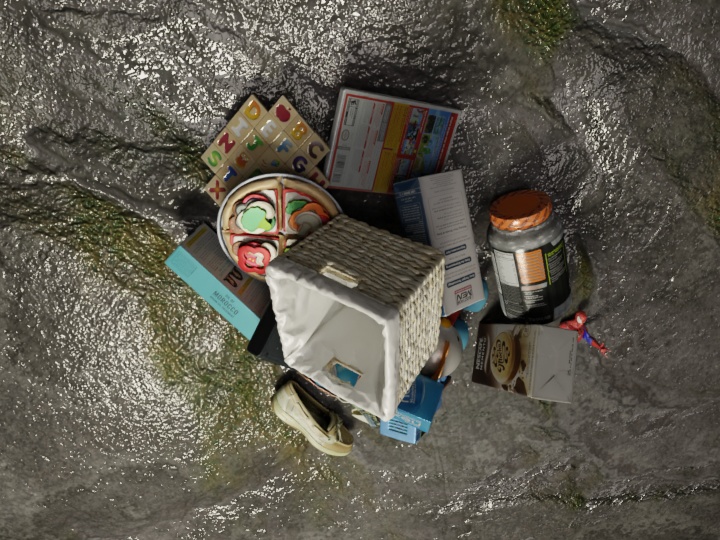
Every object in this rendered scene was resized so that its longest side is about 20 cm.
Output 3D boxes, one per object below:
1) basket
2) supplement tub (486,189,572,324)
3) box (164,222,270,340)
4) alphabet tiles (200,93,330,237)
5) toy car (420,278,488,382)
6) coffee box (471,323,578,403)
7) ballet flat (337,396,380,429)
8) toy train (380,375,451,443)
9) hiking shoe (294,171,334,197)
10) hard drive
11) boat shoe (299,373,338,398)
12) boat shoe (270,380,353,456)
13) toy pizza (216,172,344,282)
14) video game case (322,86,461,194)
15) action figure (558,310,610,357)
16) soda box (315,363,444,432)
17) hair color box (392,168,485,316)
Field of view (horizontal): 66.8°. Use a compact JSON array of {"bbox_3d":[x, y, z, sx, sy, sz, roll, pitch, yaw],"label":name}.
[{"bbox_3d":[-0.001,0.055,0.759,0.196,0.161,0.203,22,137,27],"label":"basket"},{"bbox_3d":[0.278,-0.021,0.903,0.120,0.123,0.203,-18,119,3],"label":"supplement tub"},{"bbox_3d":[-0.204,0.024,0.865,0.200,0.083,0.049,45,120,-12],"label":"box"},{"bbox_3d":[-0.142,-0.148,0.803,0.199,0.006,0.167,-40,95,26],"label":"alphabet tiles"},{"bbox_3d":[0.123,0.097,0.903,0.181,0.201,0.179,13,116,-14],"label":"toy car"},{"bbox_3d":[0.275,0.152,0.937,0.078,0.200,0.115,10,82,-14],"label":"coffee box"},{"bbox_3d":[0.003,0.230,0.979,0.073,0.075,0.201,-26,128,7],"label":"ballet flat"},{"bbox_3d":[0.102,0.218,0.974,0.085,0.199,0.117,10,104,25],"label":"toy train"},{"bbox_3d":[-0.072,-0.069,0.861,0.100,0.076,0.201,-31,118,6],"label":"hiking shoe"},{"bbox_3d":[-0.083,0.092,0.874,0.200,0.033,0.141,38,76,-56],"label":"hard drive"},{"bbox_3d":[-0.091,0.157,0.983,0.199,0.071,0.070,38,114,-21],"label":"boat shoe"},{"bbox_3d":[-0.081,0.286,1.053,0.200,0.074,0.063,42,111,-17],"label":"boat shoe"},{"bbox_3d":[-0.116,-0.050,0.814,0.196,0.032,0.203,-1,128,-1],"label":"toy pizza"},{"bbox_3d":[0.047,-0.185,0.818,0.196,0.017,0.145,2,119,-26],"label":"video game case"},{"bbox_3d":[0.402,0.177,1.042,0.064,0.099,0.203,4,115,-11],"label":"action figure"},{"bbox_3d":[0.026,0.178,0.854,0.197,0.065,0.068,20,154,12],"label":"soda box"},{"bbox_3d":[0.119,-0.042,0.822,0.099,0.060,0.204,-17,97,-38],"label":"hair color box"}]
